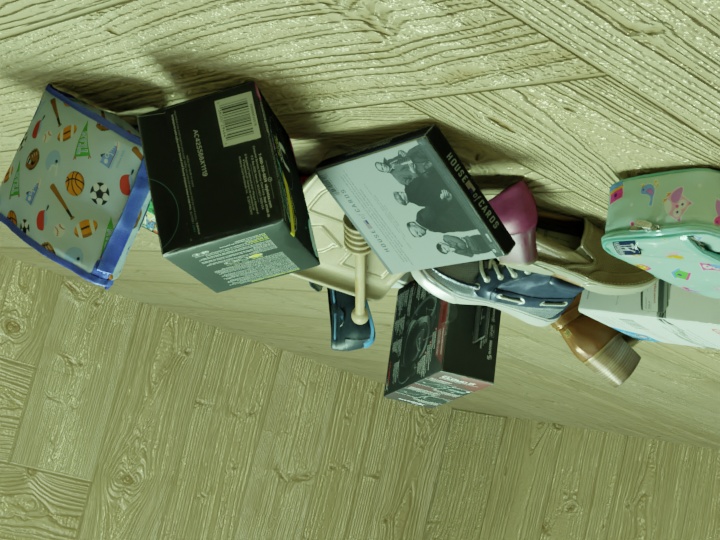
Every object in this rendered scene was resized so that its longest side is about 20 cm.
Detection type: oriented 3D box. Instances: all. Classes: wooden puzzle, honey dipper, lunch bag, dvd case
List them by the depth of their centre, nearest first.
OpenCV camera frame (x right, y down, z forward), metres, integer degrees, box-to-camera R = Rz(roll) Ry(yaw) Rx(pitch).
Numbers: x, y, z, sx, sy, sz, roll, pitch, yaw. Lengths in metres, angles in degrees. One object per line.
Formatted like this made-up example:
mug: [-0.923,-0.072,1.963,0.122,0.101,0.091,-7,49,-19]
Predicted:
lunch bag: [0.338,-0.030,1.226,0.199,0.078,0.160,21,169,-33]
dvd case: [0.052,-0.067,1.325,0.151,0.025,0.199,54,150,-18]
lunch bag: [-0.298,-0.089,1.425,0.123,0.172,0.199,20,-174,-43]
wooden puzzle: [-0.004,-0.057,1.496,0.183,0.047,0.200,18,136,-24]
honey dipper: [0.000,0.000,1.505,0.038,0.038,0.201,13,146,10]

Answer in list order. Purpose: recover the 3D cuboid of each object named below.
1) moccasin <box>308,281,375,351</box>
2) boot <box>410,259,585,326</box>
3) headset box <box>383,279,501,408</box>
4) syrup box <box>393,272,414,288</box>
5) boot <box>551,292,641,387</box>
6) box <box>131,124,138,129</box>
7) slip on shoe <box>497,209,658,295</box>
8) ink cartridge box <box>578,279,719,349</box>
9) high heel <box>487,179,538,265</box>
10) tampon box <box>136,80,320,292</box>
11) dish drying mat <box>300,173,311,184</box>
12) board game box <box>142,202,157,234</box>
moccasin: [-0.036,0.006,1.646,0.067,0.202,0.081,-15,156,-4]
boot: [0.162,-0.002,1.482,0.198,0.073,0.091,15,141,-18]
headset box: [0.107,0.077,1.595,0.076,0.151,0.200,15,159,-19]
syrup box: [0.004,-0.024,1.754,0.081,0.080,0.199,21,169,-32]
boot: [0.312,0.044,1.673,0.155,0.200,0.074,44,124,-2]
box: [-0.198,-0.102,1.553,0.192,0.048,0.200,8,153,42]
slip on shoe: [0.248,-0.028,1.434,0.198,0.077,0.061,14,138,-3]
ink cartridge box: [0.384,0.037,1.517,0.199,0.085,0.144,6,168,44]
high heel: [0.102,-0.062,1.404,0.198,0.097,0.067,3,-150,26]
tampon box: [-0.130,-0.079,1.322,0.125,0.152,0.200,-15,167,5]
dish drying mat: [-0.068,-0.104,1.593,0.198,0.018,0.077,6,166,38]
board game box: [-0.210,-0.050,1.599,0.198,0.024,0.105,27,157,-7]
